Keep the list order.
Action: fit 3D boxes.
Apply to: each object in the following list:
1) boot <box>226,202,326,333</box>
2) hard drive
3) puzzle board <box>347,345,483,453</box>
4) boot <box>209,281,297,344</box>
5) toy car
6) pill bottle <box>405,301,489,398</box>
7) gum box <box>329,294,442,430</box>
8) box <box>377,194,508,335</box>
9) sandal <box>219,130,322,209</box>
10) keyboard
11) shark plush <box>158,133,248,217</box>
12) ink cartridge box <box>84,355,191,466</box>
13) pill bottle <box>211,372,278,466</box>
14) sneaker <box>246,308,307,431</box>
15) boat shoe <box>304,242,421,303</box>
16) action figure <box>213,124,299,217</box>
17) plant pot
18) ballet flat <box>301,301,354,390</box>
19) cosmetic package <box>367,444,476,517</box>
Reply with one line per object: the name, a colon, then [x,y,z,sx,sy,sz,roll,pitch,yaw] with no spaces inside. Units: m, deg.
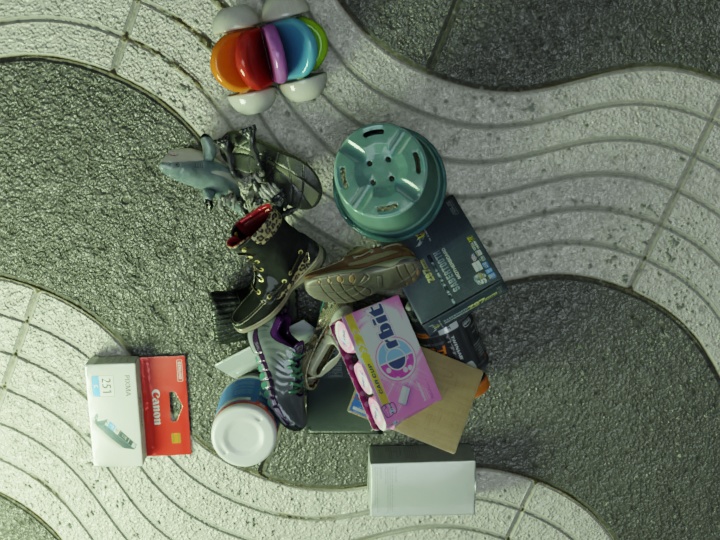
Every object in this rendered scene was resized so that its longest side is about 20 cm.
boot: [-0.167,-0.005,1.591,0.200,0.073,0.151,-41,131,2]
hard drive: [-0.028,0.187,1.716,0.138,0.033,0.202,-3,79,21]
puzzle board: [0.095,0.207,1.671,0.198,0.017,0.152,21,81,1]
boot: [-0.189,0.030,1.709,0.156,0.079,0.213,0,104,-2]
toy car: [-0.149,-0.350,1.579,0.198,0.150,0.177,-13,104,1]
pill bottle: [0.163,0.132,1.734,0.105,0.106,0.201,-23,103,4]
gum box: [0.043,0.157,1.618,0.113,0.066,0.201,-20,82,-26]
box: [0.138,-0.011,1.664,0.157,0.201,0.051,-30,147,6]
sandal: [-0.148,-0.181,1.673,0.200,0.057,0.080,34,110,5]
keyboard: [-0.166,0.141,1.733,0.199,0.011,0.056,-28,134,20]
shark plush: [-0.256,-0.137,1.664,0.090,0.084,0.200,-17,126,34]
ink cartridge box: [-0.404,0.256,1.775,0.174,0.045,0.202,-2,104,-1]
pill bottle: [-0.196,0.251,1.701,0.111,0.200,0.113,-1,105,-2]
sneaker: [-0.123,0.168,1.642,0.087,0.074,0.201,-28,81,29]
boat shoe: [0.000,0.000,1.626,0.198,0.072,0.076,-9,138,-13]
action figure: [-0.179,-0.131,1.612,0.118,0.102,0.202,-18,100,16]
plant pot: [0.040,-0.151,1.588,0.198,0.196,0.202,0,89,6]
ballet flat: [-0.051,0.117,1.680,0.068,0.075,0.201,21,99,-47]
cosmetic package: [0.113,0.390,1.811,0.198,0.081,0.114,0,104,-4]
